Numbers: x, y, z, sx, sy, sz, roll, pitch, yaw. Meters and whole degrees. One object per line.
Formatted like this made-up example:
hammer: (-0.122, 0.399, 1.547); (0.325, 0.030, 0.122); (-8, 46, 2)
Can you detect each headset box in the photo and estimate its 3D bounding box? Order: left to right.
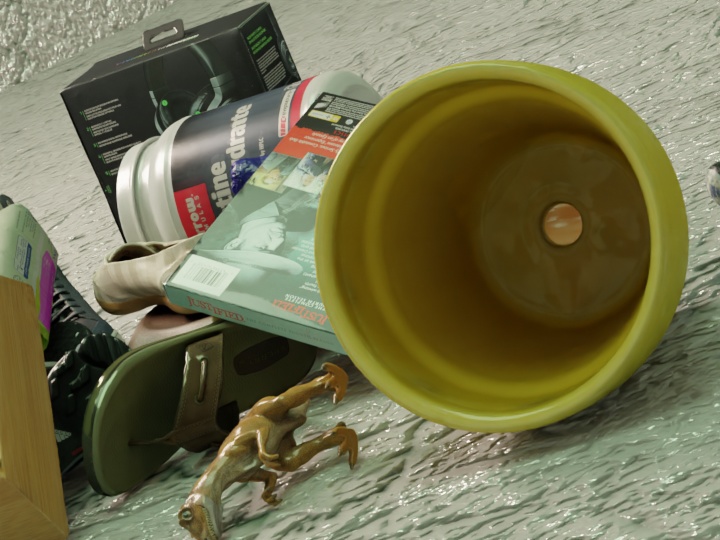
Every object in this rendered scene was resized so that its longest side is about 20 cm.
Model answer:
headset box: (-0.131, -0.109, 2.192); (0.174, 0.200, 0.093); (-19, 14, 20)

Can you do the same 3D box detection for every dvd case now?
dvd case: (-0.017, -0.035, 1.725); (0.146, 0.022, 0.200); (15, 50, 30)

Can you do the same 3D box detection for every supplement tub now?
supplement tub: (-0.074, -0.066, 2.049); (0.200, 0.141, 0.140); (-16, 14, 27)

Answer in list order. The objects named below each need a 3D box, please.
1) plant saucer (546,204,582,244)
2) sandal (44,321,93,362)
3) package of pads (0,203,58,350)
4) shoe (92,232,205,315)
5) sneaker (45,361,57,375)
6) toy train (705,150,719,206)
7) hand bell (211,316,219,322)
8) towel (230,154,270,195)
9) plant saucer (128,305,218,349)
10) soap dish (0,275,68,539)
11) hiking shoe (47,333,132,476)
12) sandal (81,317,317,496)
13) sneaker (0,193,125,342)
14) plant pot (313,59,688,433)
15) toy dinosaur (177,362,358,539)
plant saucer: (0.082, 0.010, 1.714); (0.200, 0.038, 0.200); (-22, 13, 5)
sandal: (-0.259, 0.099, 1.895); (0.200, 0.048, 0.075); (-31, 32, 24)
package of pads: (-0.311, 0.050, 1.867); (0.200, 0.068, 0.155); (-31, 22, 10)
shoe: (-0.150, -0.003, 1.958); (0.070, 0.053, 0.200); (-29, 14, -25)
sneaker: (-0.282, 0.118, 1.808); (0.200, 0.073, 0.085); (-29, 17, -20)
toy train: (0.310, -0.080, 1.600); (0.200, 0.087, 0.114); (-23, 22, -12)
hand bell: (0.000, 0.000, 1.829); (0.200, 0.104, 0.104); (-14, 10, -16)
towel: (0.017, -0.047, 1.850); (0.200, 0.050, 0.148); (-7, -22, 7)
plant saucer: (-0.091, 0.028, 1.936); (0.200, 0.037, 0.200); (-21, 13, 5)
soap dish: (-0.271, 0.102, 1.633); (0.157, 0.081, 0.200); (-20, 51, 8)
hiking shoe: (-0.222, 0.127, 1.729); (0.200, 0.074, 0.087); (-35, -12, -22)
sandal: (-0.097, 0.076, 1.673); (0.201, 0.080, 0.057); (-31, 29, -34)
sneaker: (-0.251, 0.019, 1.975); (0.077, 0.146, 0.202); (-39, 14, -7)
plant pot: (0.096, -0.019, 1.494); (0.200, 0.201, 0.189); (-18, -1, 19)
toy dinosaur: (-0.049, 0.090, 1.556); (0.106, 0.061, 0.200); (-17, 14, 29)
